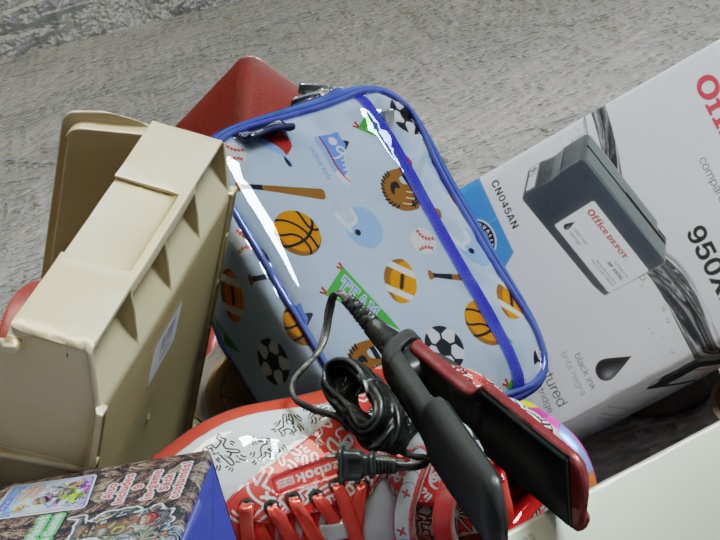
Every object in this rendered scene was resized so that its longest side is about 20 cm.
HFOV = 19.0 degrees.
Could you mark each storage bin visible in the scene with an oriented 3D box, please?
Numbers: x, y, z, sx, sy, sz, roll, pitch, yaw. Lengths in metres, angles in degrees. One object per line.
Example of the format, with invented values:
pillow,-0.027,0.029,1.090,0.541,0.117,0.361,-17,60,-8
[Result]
storage bin,-0.138,0.056,0.982,0.093,0.199,0.200,16,33,6

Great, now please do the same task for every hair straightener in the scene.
hair straightener,0.018,0.058,0.898,0.077,0.041,0.200,-15,31,-19

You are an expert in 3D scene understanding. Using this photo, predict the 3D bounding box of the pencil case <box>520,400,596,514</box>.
pencil case,0.026,0.135,1.016,0.199,0.089,0.088,-22,18,-25

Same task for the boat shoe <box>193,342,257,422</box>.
boat shoe,-0.032,0.035,1.169,0.069,0.071,0.200,9,27,37

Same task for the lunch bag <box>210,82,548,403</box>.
lunch bag,0.000,0.000,1.096,0.160,0.201,0.076,-19,-15,-37

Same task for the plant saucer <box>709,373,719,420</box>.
plant saucer,0.284,0.066,1.119,0.199,0.037,0.201,-13,17,4

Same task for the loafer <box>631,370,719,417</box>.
loafer,0.118,0.042,1.268,0.199,0.071,0.073,-2,20,34

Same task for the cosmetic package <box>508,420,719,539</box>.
cosmetic package,0.119,0.128,0.915,0.199,0.071,0.105,-23,-18,-28

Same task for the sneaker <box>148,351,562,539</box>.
sneaker,-0.006,0.099,0.933,0.201,0.068,0.108,-22,29,-29

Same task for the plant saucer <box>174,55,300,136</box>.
plant saucer,-0.042,-0.014,1.296,0.200,0.199,0.037,-39,21,47

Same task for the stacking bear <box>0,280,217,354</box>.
stacking bear,-0.110,0.060,1.302,0.199,0.114,0.122,0,51,21

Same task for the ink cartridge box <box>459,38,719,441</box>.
ink cartridge box,0.151,-0.011,1.156,0.199,0.145,0.084,-30,-15,19

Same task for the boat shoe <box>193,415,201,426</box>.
boat shoe,-0.115,0.102,1.166,0.076,0.072,0.200,-21,-4,28

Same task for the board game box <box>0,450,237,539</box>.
board game box,-0.141,0.178,0.865,0.199,0.160,0.097,-10,21,11
